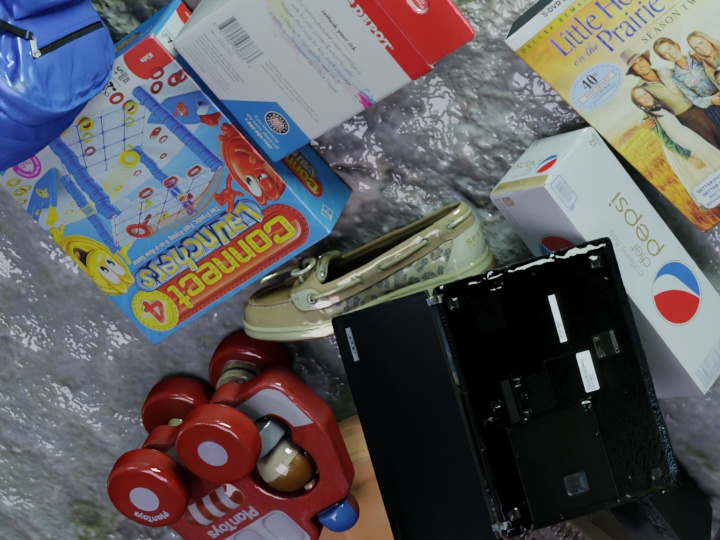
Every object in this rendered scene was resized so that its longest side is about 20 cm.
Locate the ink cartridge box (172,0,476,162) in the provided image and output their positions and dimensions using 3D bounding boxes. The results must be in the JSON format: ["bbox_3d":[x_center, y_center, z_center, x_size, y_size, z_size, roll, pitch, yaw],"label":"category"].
[{"bbox_3d":[-0.017,-0.172,1.539,0.200,0.067,0.116,-28,112,37],"label":"ink cartridge box"}]

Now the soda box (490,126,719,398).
[{"bbox_3d":[0.182,-0.003,1.586,0.200,0.064,0.068,51,151,-18],"label":"soda box"}]

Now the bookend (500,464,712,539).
[{"bbox_3d":[0.129,0.177,1.706,0.200,0.092,0.199,-32,108,24],"label":"bookend"}]

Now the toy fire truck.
[{"bbox_3d":[-0.088,0.157,1.779,0.200,0.112,0.168,-33,112,35],"label":"toy fire truck"}]

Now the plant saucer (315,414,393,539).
[{"bbox_3d":[0.043,0.200,1.812,0.199,0.032,0.201,10,127,13],"label":"plant saucer"}]

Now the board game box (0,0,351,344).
[{"bbox_3d":[-0.144,-0.069,1.671,0.200,0.056,0.196,-32,109,34],"label":"board game box"}]

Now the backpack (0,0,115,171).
[{"bbox_3d":[-0.263,-0.175,1.543,0.168,0.162,0.200,-33,93,33],"label":"backpack"}]

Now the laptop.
[{"bbox_3d":[0.097,0.089,1.565,0.199,0.103,0.178,-17,89,0],"label":"laptop"}]

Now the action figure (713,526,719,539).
[{"bbox_3d":[0.320,0.275,1.746,0.129,0.070,0.201,-9,125,14],"label":"action figure"}]

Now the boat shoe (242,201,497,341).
[{"bbox_3d":[0.000,0.000,1.666,0.199,0.073,0.063,-17,112,16],"label":"boat shoe"}]

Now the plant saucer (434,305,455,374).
[{"bbox_3d":[0.105,0.037,1.637,0.070,0.019,0.200,46,148,-20],"label":"plant saucer"}]

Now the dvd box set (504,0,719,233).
[{"bbox_3d":[0.216,-0.133,1.515,0.200,0.029,0.146,43,127,-13],"label":"dvd box set"}]

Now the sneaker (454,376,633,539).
[{"bbox_3d":[0.124,0.158,1.608,0.070,0.075,0.200,-43,79,23],"label":"sneaker"}]
